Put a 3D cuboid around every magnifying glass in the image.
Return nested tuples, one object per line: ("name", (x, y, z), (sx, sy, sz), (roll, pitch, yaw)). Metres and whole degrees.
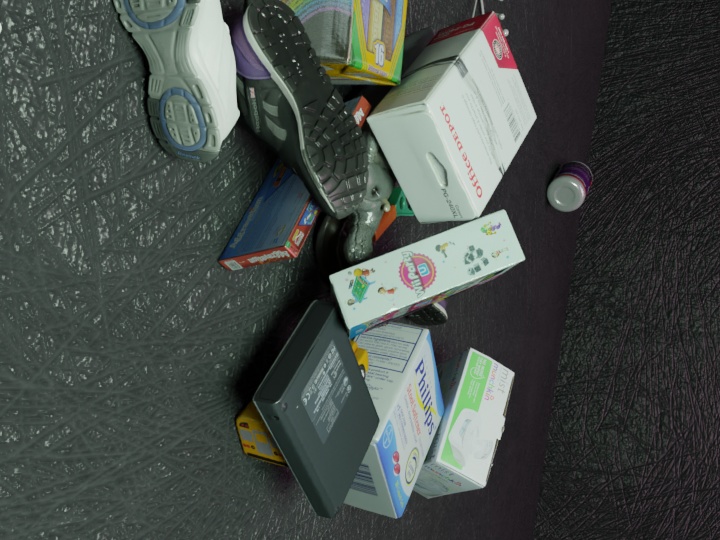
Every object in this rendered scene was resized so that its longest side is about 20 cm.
("magnifying glass", (0.055, -0.098, 1.038), (0.200, 0.022, 0.080), (-48, 138, -49))

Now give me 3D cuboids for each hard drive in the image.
("hard drive", (-0.038, 0.152, 0.748), (0.140, 0.033, 0.201), (-60, 143, -41))

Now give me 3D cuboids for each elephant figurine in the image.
("elephant figurine", (0.009, -0.130, 0.799), (0.200, 0.155, 0.142), (-45, 170, -51))

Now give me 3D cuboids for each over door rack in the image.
("over door rack", (0.231, -0.420, 1.268), (0.200, 0.066, 0.148), (-61, 146, -38))

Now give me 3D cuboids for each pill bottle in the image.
("pill bottle", (0.647, -0.265, 2.130), (0.200, 0.112, 0.113), (-46, 137, -51))

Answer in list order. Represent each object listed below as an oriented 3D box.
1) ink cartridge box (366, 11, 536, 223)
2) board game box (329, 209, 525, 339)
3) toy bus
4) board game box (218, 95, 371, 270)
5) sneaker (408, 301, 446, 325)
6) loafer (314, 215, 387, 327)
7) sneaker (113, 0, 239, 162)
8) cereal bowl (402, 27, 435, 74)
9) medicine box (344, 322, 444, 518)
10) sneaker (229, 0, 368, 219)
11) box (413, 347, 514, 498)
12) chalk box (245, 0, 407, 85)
("ink cartridge box", (0.108, -0.169, 0.776), (0.200, 0.083, 0.146), (-55, 127, -36))
("board game box", (0.067, 0.008, 0.783), (0.148, 0.199, 0.065), (99, -30, -80))
("toy bus", (-0.060, 0.140, 0.811), (0.200, 0.065, 0.079), (-49, 137, -49))
("board game box", (-0.064, -0.089, 0.698), (0.019, 0.103, 0.201), (46, 53, -33))
("sneaker", (0.087, 0.010, 1.082), (0.200, 0.075, 0.088), (59, 31, -60))
("loafer", (0.000, 0.000, 0.889), (0.073, 0.071, 0.200), (-63, 149, -35))
("sneaker", (-0.142, -0.194, 0.562), (0.087, 0.074, 0.201), (-65, 159, -56))
("cereal bowl", (0.079, -0.220, 0.946), (0.200, 0.083, 0.201), (-12, 90, -84))
("medicine box", (0.032, 0.204, 0.976), (0.200, 0.103, 0.183), (-58, 146, -40))
("sneaker", (-0.063, -0.137, 0.637), (0.076, 0.087, 0.201), (-28, 95, -43))
("box", (0.149, 0.255, 1.139), (0.176, 0.096, 0.201), (-43, -161, 58))
("chalk box", (-0.028, -0.296, 0.689), (0.124, 0.124, 0.201), (-7, 104, -64))
